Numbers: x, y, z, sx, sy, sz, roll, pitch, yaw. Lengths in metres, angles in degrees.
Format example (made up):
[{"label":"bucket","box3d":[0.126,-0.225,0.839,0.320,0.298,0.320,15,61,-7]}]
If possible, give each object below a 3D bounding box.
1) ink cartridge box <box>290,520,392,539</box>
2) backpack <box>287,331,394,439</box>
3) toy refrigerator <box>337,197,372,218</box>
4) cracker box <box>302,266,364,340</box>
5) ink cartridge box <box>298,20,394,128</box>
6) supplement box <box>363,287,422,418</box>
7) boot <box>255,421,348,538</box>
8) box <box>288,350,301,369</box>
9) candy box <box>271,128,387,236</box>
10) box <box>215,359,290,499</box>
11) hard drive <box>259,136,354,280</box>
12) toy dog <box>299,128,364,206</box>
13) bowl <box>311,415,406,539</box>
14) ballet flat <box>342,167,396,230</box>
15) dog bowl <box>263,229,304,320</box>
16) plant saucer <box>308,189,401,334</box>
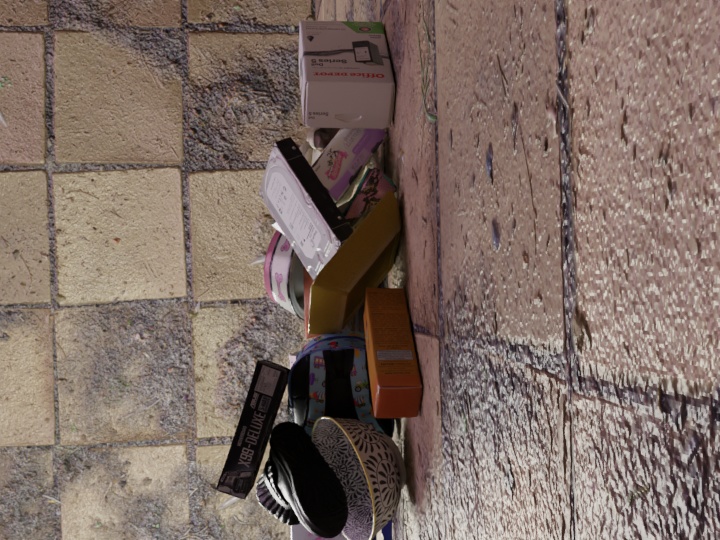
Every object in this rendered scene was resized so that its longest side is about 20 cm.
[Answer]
[{"label":"ink cartridge box","box3d":[-0.037,0.451,1.704,0.043,0.197,0.200,-21,-65,-52]},{"label":"backpack","box3d":[-0.034,0.180,1.572,0.135,0.179,0.203,-92,-2,-55]},{"label":"toy refrigerator","box3d":[-0.009,-0.093,1.711,0.071,0.075,0.200,62,175,-2]},{"label":"cracker box","box3d":[-0.038,0.078,1.817,0.200,0.057,0.137,31,-128,-61]},{"label":"ink cartridge box","box3d":[-0.026,-0.321,1.580,0.202,0.142,0.085,-98,10,-48]},{"label":"supplement box","box3d":[0.042,0.113,1.388,0.202,0.067,0.067,-100,11,-48]},{"label":"boot","box3d":[-0.093,0.359,1.517,0.212,0.078,0.160,59,144,40]},{"label":"box","box3d":[-0.058,0.188,1.897,0.199,0.067,0.084,-11,-82,-60]},{"label":"candy box","box3d":[-0.054,-0.152,1.650,0.169,0.071,0.200,-54,4,-30]},{"label":"box","box3d":[-0.162,0.242,1.517,0.158,0.049,0.203,107,-179,-85]},{"label":"hard drive","box3d":[-0.088,-0.089,1.531,0.201,0.037,0.140,56,150,17]},{"label":"toy dog","box3d":[-0.051,-0.217,1.844,0.201,0.137,0.197,117,172,-63]},{"label":"bowl","box3d":[0.009,0.308,1.491,0.200,0.093,0.204,38,135,51]},{"label":"ballet flat","box3d":[-0.007,-0.078,1.554,0.201,0.071,0.069,-51,5,37]},{"label":"dog bowl","box3d":[-0.108,-0.012,1.833,0.199,0.073,0.204,-33,-51,-53]},{"label":"plant saucer","box3d":[-0.001,0.002,1.497,0.200,0.048,0.201,-50,-13,-23]}]
